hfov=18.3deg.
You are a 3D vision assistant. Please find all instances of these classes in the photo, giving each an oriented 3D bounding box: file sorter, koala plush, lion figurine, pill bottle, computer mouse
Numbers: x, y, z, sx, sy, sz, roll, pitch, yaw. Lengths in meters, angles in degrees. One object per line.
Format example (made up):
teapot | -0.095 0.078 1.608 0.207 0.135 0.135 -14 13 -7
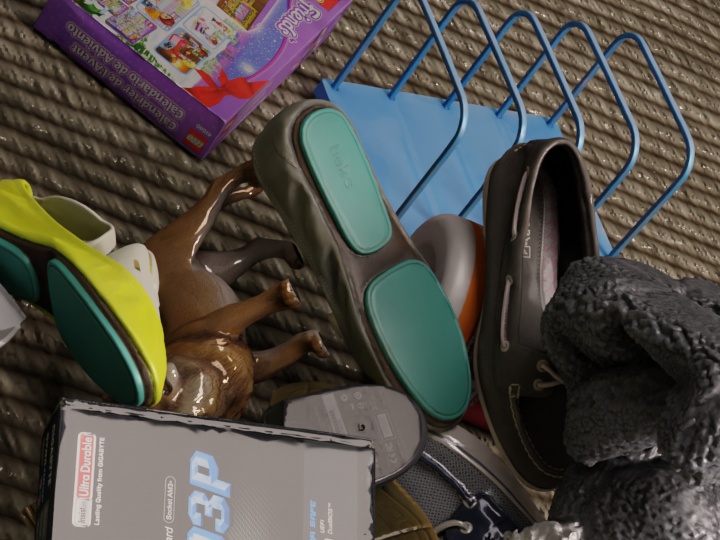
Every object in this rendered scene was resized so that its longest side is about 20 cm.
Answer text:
file sorter | 0.097 -0.094 1.470 0.200 0.123 0.139 6 47 -33
koala plush | 0.156 0.111 1.179 0.177 0.200 0.184 4 19 -46
lion figurine | -0.091 0.023 1.246 0.073 0.122 0.200 61 8 -32
pill bottle | 0.114 0.051 1.345 0.200 0.113 0.113 23 41 -19
computer mouse | -0.056 0.098 1.141 0.200 0.034 0.059 -8 69 -24

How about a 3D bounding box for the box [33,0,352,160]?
box | -0.105 -0.168 1.452 0.137 0.039 0.200 38 38 1

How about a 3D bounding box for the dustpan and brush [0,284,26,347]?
dustpan and brush | -0.288 0.013 1.128 0.200 0.057 0.140 -7 45 -49

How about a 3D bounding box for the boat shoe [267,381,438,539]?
boat shoe | -0.005 0.146 1.178 0.072 0.066 0.201 -6 43 -18

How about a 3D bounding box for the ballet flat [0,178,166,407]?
ballet flat | -0.147 0.002 1.176 0.067 0.067 0.200 -29 42 -29

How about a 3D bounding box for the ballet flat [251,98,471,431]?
ballet flat | 0.000 0.000 1.252 0.067 0.064 0.200 -26 91 -38

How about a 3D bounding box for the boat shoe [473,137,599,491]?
boat shoe | 0.103 0.021 1.250 0.067 0.057 0.200 4 74 -25

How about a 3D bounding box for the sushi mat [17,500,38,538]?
sushi mat | -0.079 0.179 1.099 0.096 0.012 0.200 -23 70 -48

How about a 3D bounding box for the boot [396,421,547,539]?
boot | 0.062 0.162 1.224 0.200 0.073 0.090 41 33 3

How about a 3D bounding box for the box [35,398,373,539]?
box | -0.074 0.168 1.044 0.159 0.046 0.200 9 62 -16
